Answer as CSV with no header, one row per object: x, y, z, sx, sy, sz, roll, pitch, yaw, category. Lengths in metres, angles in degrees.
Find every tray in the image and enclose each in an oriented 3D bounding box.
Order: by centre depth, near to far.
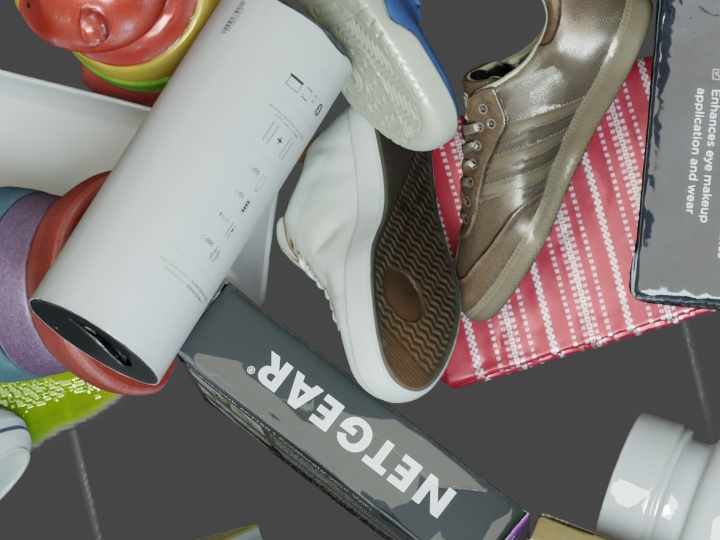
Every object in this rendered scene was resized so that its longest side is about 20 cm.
-0.139,-0.050,1.668,0.199,0.022,0.108,15,116,12,tray

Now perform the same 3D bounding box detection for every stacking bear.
-0.122,-0.149,1.583,0.113,0.200,0.122,4,92,13,stacking bear
-0.216,0.008,1.640,0.200,0.114,0.122,-2,89,31,stacking bear

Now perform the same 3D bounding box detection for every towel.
0.117,-0.029,1.623,0.200,0.022,0.145,-17,85,11,towel

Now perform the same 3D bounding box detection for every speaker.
-0.087,-0.043,1.528,0.081,0.081,0.200,28,75,11,speaker

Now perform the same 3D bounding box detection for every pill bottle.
0.228,0.146,1.554,0.200,0.112,0.113,19,95,13,pill bottle

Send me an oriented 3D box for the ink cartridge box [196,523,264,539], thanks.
-0.164,0.192,1.599,0.197,0.200,0.047,-17,86,12,ink cartridge box

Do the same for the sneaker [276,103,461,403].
0.000,0.000,1.575,0.085,0.073,0.200,-33,39,30,sneaker

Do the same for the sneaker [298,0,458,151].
0.019,-0.161,1.592,0.111,0.077,0.200,-26,67,-27,sneaker

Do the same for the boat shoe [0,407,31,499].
-0.240,0.152,1.633,0.067,0.200,0.074,32,140,22,boat shoe

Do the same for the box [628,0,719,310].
0.247,-0.072,1.531,0.199,0.117,0.197,5,88,9,box

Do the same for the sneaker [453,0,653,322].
0.080,-0.071,1.566,0.075,0.070,0.200,25,109,-4,sneaker

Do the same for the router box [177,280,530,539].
-0.001,0.097,1.583,0.200,0.149,0.051,37,83,10,router box

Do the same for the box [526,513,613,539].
0.178,0.203,1.550,0.200,0.164,0.021,20,61,12,box
